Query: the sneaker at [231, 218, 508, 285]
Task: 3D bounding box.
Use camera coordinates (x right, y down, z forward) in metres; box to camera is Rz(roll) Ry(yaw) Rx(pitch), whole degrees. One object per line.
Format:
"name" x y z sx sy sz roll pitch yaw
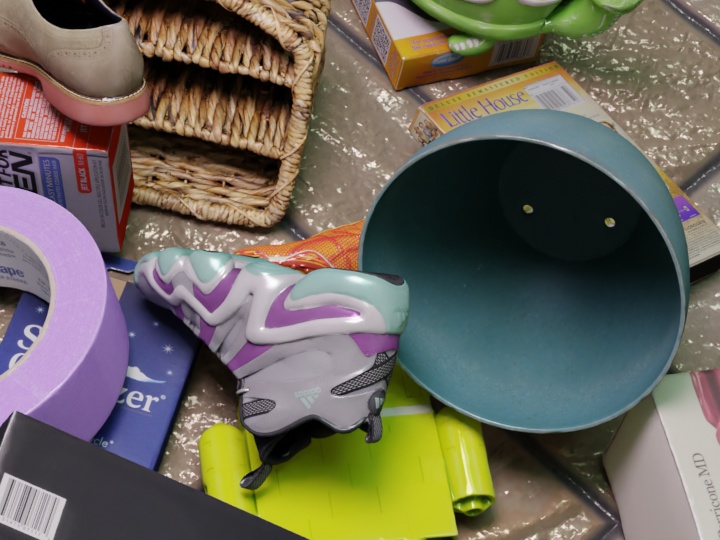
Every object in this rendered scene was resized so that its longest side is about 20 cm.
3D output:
"sneaker" 0.000 0.000 1.253 0.200 0.073 0.077 -1 40 -19

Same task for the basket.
"basket" -0.127 -0.138 1.271 0.200 0.143 0.149 14 54 0

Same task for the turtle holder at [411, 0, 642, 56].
"turtle holder" 0.102 -0.233 1.337 0.141 0.132 0.186 -17 60 -22

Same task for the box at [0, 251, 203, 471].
"box" -0.170 0.065 1.191 0.121 0.032 0.200 16 53 1

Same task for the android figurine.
"android figurine" -0.010 0.120 1.174 0.182 0.041 0.200 -2 58 -10

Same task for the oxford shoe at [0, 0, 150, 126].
"oxford shoe" -0.199 -0.163 1.172 0.200 0.075 0.070 31 44 34

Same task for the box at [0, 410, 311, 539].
"box" -0.131 0.170 1.022 0.200 0.141 0.079 26 51 -17

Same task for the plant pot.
"plant pot" 0.115 -0.020 1.160 0.200 0.200 0.135 25 35 8

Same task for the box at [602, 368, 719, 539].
"box" 0.271 0.134 1.172 0.200 0.109 0.128 -6 57 -14

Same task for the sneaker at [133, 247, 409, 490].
"sneaker" -0.067 0.062 1.138 0.200 0.078 0.140 7 90 38

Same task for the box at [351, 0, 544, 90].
"box" 0.046 -0.234 1.432 0.119 0.042 0.200 -14 61 -19

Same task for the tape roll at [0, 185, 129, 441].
"tape roll" -0.245 0.043 1.141 0.200 0.066 0.200 -5 52 6

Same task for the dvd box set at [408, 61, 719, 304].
"dvd box set" 0.147 -0.057 1.314 0.146 0.029 0.200 -22 61 -39

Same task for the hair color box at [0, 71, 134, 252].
"hair color box" -0.253 -0.073 1.212 0.200 0.111 0.064 5 56 2
